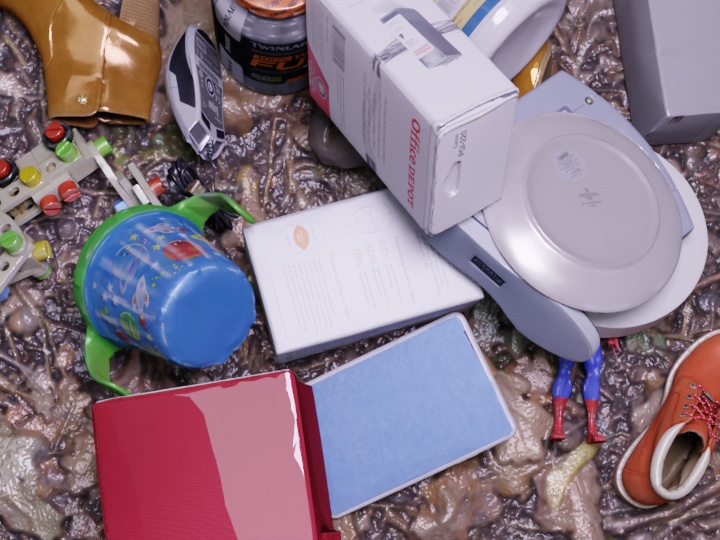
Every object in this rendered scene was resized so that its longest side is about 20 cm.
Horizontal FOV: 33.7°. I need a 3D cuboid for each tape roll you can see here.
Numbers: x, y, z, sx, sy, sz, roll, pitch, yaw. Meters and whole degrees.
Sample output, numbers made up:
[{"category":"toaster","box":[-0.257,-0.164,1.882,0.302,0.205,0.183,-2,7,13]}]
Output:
[{"category":"tape roll","box":[0.232,-0.035,1.150,0.202,0.037,0.203,1,71,-4]}]

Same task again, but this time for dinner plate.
[{"category":"dinner plate","box":[0.203,-0.059,1.064,0.200,0.024,0.201,8,63,-15]}]

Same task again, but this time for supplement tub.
[{"category":"supplement tub","box":[-0.079,-0.251,1.117,0.122,0.200,0.123,1,80,-3]},{"category":"supplement tub","box":[0.076,-0.270,1.112,0.145,0.145,0.200,-43,77,-10]}]

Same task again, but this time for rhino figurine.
[{"category":"rhino figurine","box":[0.032,-0.134,1.136,0.200,0.060,0.088,11,85,35]}]

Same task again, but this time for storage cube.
[{"category":"storage cube","box":[-0.123,0.194,1.040,0.200,0.171,0.180,-9,80,2]}]

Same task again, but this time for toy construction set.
[{"category":"toy construction set","box":[-0.286,-0.061,1.124,0.200,0.092,0.131,-27,58,-16]}]

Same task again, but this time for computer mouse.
[{"category":"computer mouse","box":[-0.162,-0.143,1.156,0.044,0.110,0.200,-13,68,16]}]

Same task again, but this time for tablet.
[{"category":"tablet","box":[0.033,0.138,1.129,0.200,0.014,0.130,-26,84,7]}]

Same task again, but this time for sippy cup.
[{"category":"sippy cup","box":[-0.163,0.022,1.046,0.139,0.130,0.178,-5,110,-37]}]

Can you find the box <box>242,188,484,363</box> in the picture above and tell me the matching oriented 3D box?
[{"category":"box","box":[0.000,0.000,1.130,0.200,0.097,0.125,-15,82,-6]}]

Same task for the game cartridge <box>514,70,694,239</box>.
[{"category":"game cartridge","box":[0.214,-0.087,1.126,0.133,0.041,0.200,-35,79,-12]}]

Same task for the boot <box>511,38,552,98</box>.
[{"category":"boot","box":[0.126,-0.241,1.206,0.144,0.071,0.202,11,88,11]}]

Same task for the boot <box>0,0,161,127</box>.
[{"category":"boot","box":[-0.295,-0.216,1.152,0.201,0.071,0.144,8,77,-8]}]

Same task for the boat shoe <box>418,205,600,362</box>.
[{"category":"boat shoe","box":[0.149,-0.009,1.078,0.202,0.075,0.086,41,60,-1]}]

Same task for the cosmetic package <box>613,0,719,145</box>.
[{"category":"cosmetic package","box":[0.313,-0.234,1.191,0.090,0.107,0.200,-8,82,-6]}]

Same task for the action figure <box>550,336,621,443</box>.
[{"category":"action figure","box":[0.216,0.066,1.162,0.065,0.052,0.200,3,77,-1]}]

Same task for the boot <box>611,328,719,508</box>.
[{"category":"boot","box":[0.321,0.138,1.126,0.075,0.107,0.200,33,78,4]}]

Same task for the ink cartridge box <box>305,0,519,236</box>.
[{"category":"ink cartridge box","box":[0.039,-0.151,1.012,0.085,0.146,0.200,-26,60,-17]}]
